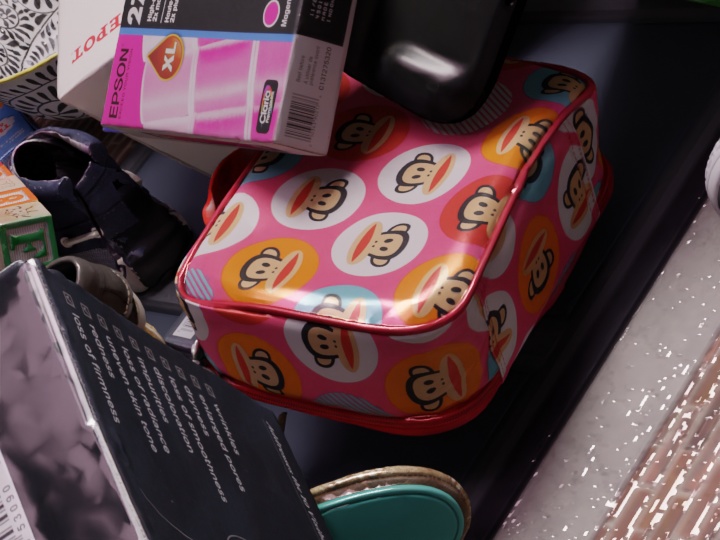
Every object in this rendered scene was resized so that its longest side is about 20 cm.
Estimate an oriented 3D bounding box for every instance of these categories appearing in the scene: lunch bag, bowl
[{"bbox_3d":[0.006,-0.023,0.978,0.176,0.082,0.200,10,46,28],"label":"lunch bag"},{"bbox_3d":[-0.164,-0.160,1.378,0.201,0.094,0.201,-27,34,20],"label":"bowl"}]

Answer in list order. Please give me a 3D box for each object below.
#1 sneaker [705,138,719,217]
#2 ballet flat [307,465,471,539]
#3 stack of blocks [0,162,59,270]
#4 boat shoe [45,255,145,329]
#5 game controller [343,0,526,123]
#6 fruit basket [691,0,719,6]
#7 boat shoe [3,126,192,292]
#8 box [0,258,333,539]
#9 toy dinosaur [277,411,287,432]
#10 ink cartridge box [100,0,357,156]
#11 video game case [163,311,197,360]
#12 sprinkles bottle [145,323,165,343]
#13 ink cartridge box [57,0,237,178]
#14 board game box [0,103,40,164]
[{"bbox_3d":[0.239,-0.056,0.862,0.200,0.075,0.114,-36,33,17],"label":"sneaker"},{"bbox_3d":[-0.043,0.137,0.924,0.200,0.071,0.065,-31,17,7],"label":"ballet flat"},{"bbox_3d":[-0.241,-0.016,1.156,0.115,0.059,0.200,-14,20,-17],"label":"stack of blocks"},{"bbox_3d":[-0.198,0.062,1.051,0.200,0.057,0.067,-39,56,2],"label":"boat shoe"},{"bbox_3d":[0.045,-0.168,0.945,0.104,0.042,0.200,30,110,29],"label":"game controller"},{"bbox_3d":[0.100,-0.223,1.050,0.216,0.215,0.156,49,123,58],"label":"fruit basket"},{"bbox_3d":[-0.184,-0.048,1.263,0.200,0.093,0.075,9,57,50],"label":"boat shoe"},{"bbox_3d":[-0.085,0.132,0.785,0.124,0.197,0.200,-34,59,12],"label":"box"},{"bbox_3d":[-0.091,0.080,0.993,0.200,0.101,0.058,163,124,-83],"label":"toy dinosaur"},{"bbox_3d":[-0.075,-0.109,1.016,0.200,0.037,0.095,10,89,55],"label":"ink cartridge box"},{"bbox_3d":[0.000,0.000,1.085,0.200,0.019,0.143,11,58,49],"label":"video game case"},{"bbox_3d":[-0.179,0.037,1.179,0.068,0.068,0.200,-49,34,-14],"label":"sprinkles bottle"},{"bbox_3d":[-0.071,-0.176,1.193,0.147,0.145,0.200,-31,48,35],"label":"ink cartridge box"},{"bbox_3d":[-0.292,-0.069,1.451,0.151,0.037,0.200,-42,32,-2],"label":"board game box"}]
